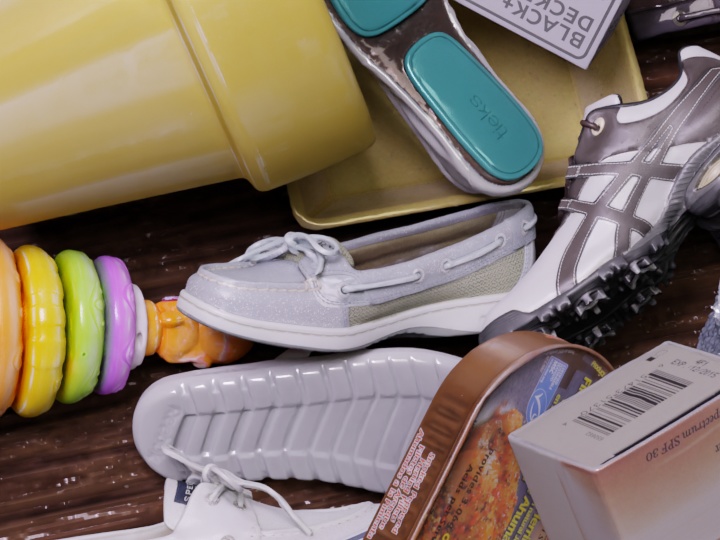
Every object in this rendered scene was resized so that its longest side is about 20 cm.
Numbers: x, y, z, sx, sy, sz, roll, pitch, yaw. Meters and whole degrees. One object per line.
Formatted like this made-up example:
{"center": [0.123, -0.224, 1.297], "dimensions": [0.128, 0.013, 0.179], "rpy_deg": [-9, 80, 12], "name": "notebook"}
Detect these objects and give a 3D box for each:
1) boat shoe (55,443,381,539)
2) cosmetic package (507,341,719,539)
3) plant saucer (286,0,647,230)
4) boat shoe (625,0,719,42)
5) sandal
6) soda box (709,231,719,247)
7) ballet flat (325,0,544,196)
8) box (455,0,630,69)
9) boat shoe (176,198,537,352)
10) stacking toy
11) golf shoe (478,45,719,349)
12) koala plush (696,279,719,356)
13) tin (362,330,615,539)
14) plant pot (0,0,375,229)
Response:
{"center": [-0.078, 0.125, 1.300], "dimensions": [0.202, 0.075, 0.086], "rpy_deg": [-14, 89, -5], "name": "boat shoe"}
{"center": [0.162, 0.148, 1.267], "dimensions": [0.103, 0.087, 0.200], "rpy_deg": [-31, 111, -18], "name": "cosmetic package"}
{"center": [0.040, -0.121, 1.421], "dimensions": [0.200, 0.048, 0.200], "rpy_deg": [-10, 72, -10], "name": "plant saucer"}
{"center": [0.232, -0.153, 1.449], "dimensions": [0.200, 0.072, 0.065], "rpy_deg": [-2, 94, -21], "name": "boat shoe"}
{"center": [-0.013, 0.068, 1.342], "dimensions": [0.203, 0.083, 0.050], "rpy_deg": [3, 27, -5], "name": "sandal"}
{"center": [0.271, -0.080, 1.424], "dimensions": [0.200, 0.068, 0.063], "rpy_deg": [-28, 76, -15], "name": "soda box"}
{"center": [0.018, -0.118, 1.344], "dimensions": [0.069, 0.069, 0.200], "rpy_deg": [-35, 92, -17], "name": "ballet flat"}
{"center": [0.114, -0.216, 1.340], "dimensions": [0.117, 0.200, 0.060], "rpy_deg": [29, 27, 3], "name": "box"}
{"center": [0.002, 0.000, 1.328], "dimensions": [0.202, 0.074, 0.065], "rpy_deg": [-3, 104, -28], "name": "boat shoe"}
{"center": [-0.147, 0.029, 1.324], "dimensions": [0.200, 0.116, 0.110], "rpy_deg": [0, 73, -19], "name": "stacking toy"}
{"center": [0.127, -0.032, 1.345], "dimensions": [0.200, 0.078, 0.094], "rpy_deg": [-38, 70, -7], "name": "golf shoe"}
{"center": [0.255, 0.034, 1.337], "dimensions": [0.200, 0.177, 0.184], "rpy_deg": [-16, 61, -12], "name": "koala plush"}
{"center": [0.059, 0.124, 1.292], "dimensions": [0.112, 0.042, 0.200], "rpy_deg": [29, 87, -38], "name": "tin"}
{"center": [-0.116, -0.115, 1.285], "dimensions": [0.189, 0.201, 0.201], "rpy_deg": [-24, 74, 0], "name": "plant pot"}
